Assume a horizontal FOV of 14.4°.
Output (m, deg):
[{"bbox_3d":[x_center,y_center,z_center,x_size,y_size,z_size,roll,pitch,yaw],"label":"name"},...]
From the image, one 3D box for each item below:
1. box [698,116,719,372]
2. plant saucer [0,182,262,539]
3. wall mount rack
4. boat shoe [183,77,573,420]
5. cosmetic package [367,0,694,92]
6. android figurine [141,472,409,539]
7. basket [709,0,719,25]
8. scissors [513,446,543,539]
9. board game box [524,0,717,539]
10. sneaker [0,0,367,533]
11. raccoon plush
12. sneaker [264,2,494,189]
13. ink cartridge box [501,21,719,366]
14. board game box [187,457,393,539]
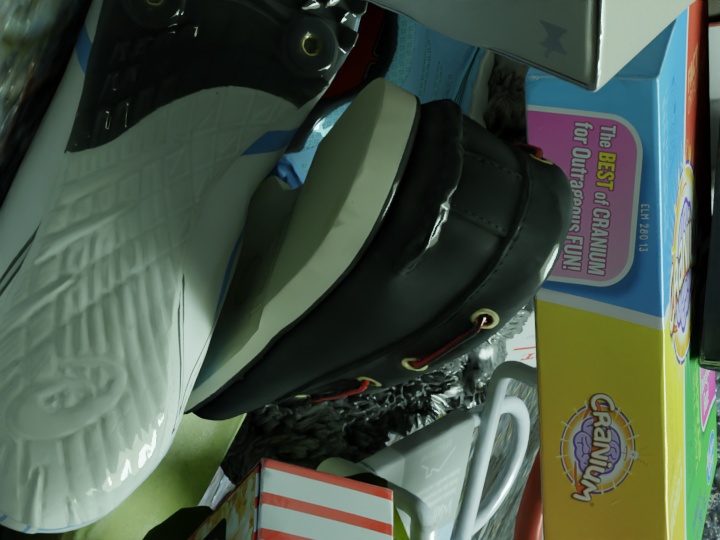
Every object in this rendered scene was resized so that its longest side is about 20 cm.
[{"bbox_3d":[0.160,-0.060,1.000,0.159,0.046,0.202,11,84,-74],"label":"box"},{"bbox_3d":[-0.068,0.036,0.939,0.201,0.031,0.200,-61,169,-20],"label":"plant saucer"},{"bbox_3d":[0.026,0.133,1.062,0.200,0.074,0.175,-25,133,-49],"label":"wall mount rack"},{"bbox_3d":[-0.006,0.007,0.786,0.201,0.063,0.074,-35,-146,64],"label":"boat shoe"},{"bbox_3d":[0.081,-0.144,0.822,0.200,0.105,0.071,-44,145,-38],"label":"cosmetic package"},{"bbox_3d":[0.001,0.166,0.974,0.041,0.181,0.201,-63,137,-59],"label":"android figurine"},{"bbox_3d":[0.115,-0.159,1.128,0.181,0.135,0.200,-62,167,-7],"label":"basket"},{"bbox_3d":[0.055,0.136,1.036,0.073,0.014,0.201,29,85,-61],"label":"scissors"},{"bbox_3d":[0.087,0.006,0.918,0.153,0.040,0.201,-64,152,-63],"label":"board game box"},{"bbox_3d":[-0.058,-0.026,0.762,0.201,0.072,0.072,-66,-162,-7],"label":"sneaker"},{"bbox_3d":[0.000,0.000,1.075,0.134,0.096,0.201,-37,144,-53],"label":"raccoon plush"},{"bbox_3d":[0.014,-0.105,0.870,0.090,0.078,0.201,44,56,-55],"label":"sneaker"},{"bbox_3d":[0.104,-0.019,1.166,0.116,0.068,0.200,-10,156,-34],"label":"ink cartridge box"},{"bbox_3d":[-0.054,0.169,0.846,0.200,0.046,0.152,-48,-146,50],"label":"board game box"}]
